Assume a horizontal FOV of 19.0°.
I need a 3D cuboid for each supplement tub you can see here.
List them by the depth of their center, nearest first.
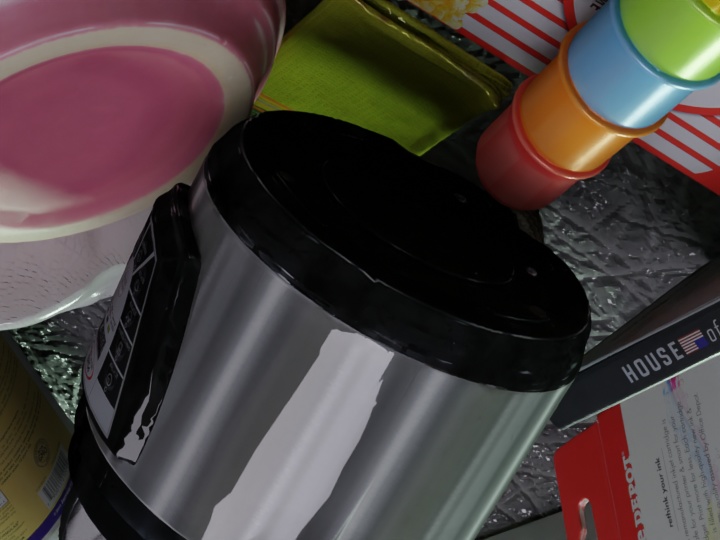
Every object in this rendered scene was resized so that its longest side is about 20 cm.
[{"bbox_3d":[-0.253,0.076,1.186,0.145,0.146,0.200,-2,137,27],"label":"supplement tub"}]

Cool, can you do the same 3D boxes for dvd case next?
[{"bbox_3d":[0.181,-0.004,0.890,0.200,0.150,0.025,-33,88,47],"label":"dvd case"}]

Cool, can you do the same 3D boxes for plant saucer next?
[{"bbox_3d":[-0.121,-0.072,0.871,0.200,0.051,0.201,-18,155,-8],"label":"plant saucer"}]

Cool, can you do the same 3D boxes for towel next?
[{"bbox_3d":[-0.011,-0.070,0.952,0.086,0.018,0.200,30,158,-14],"label":"towel"}]

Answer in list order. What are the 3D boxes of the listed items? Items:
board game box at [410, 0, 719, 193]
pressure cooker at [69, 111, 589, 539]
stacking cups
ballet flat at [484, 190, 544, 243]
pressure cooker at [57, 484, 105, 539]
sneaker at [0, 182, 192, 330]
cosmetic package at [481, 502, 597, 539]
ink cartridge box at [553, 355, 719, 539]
[{"bbox_3d":[0.112,-0.128,0.833,0.200,0.046,0.152,30,142,-11],"label":"board game box"},{"bbox_3d":[-0.021,0.060,0.878,0.179,0.176,0.200,42,115,27],"label":"pressure cooker"},{"bbox_3d":[0.104,-0.078,0.794,0.060,0.061,0.200,30,142,-12],"label":"stacking cups"},{"bbox_3d":[0.000,0.000,1.042,0.199,0.047,0.067,-9,164,31],"label":"ballet flat"},{"bbox_3d":[-0.051,0.117,1.109,0.178,0.200,0.176,-24,102,21],"label":"pressure cooker"},{"bbox_3d":[-0.132,-0.012,1.008,0.199,0.076,0.088,-10,173,-6],"label":"sneaker"},{"bbox_3d":[0.125,0.212,1.249,0.151,0.052,0.200,41,139,-21],"label":"cosmetic package"},{"bbox_3d":[0.180,0.101,1.013,0.067,0.117,0.200,9,149,-31],"label":"ink cartridge box"}]
